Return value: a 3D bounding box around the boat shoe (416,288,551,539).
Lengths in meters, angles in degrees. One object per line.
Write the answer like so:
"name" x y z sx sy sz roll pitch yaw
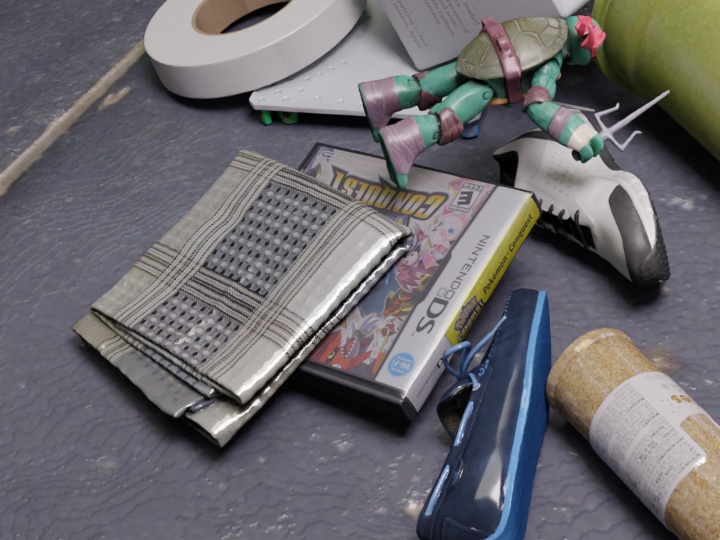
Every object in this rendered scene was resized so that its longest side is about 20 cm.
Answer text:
"boat shoe" 0.077 0.084 0.965 0.068 0.085 0.201 1 40 18

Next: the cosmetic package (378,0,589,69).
"cosmetic package" 0.111 -0.283 1.214 0.165 0.166 0.199 -39 16 -29

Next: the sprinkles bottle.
"sprinkles bottle" 0.189 0.114 0.913 0.068 0.069 0.200 -25 42 -16

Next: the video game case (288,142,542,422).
"video game case" 0.000 0.000 1.075 0.199 0.026 0.181 16 62 36

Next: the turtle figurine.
"turtle figurine" 0.103 -0.128 1.086 0.199 0.101 0.150 -19 22 -1

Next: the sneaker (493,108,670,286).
"sneaker" 0.157 -0.043 1.107 0.079 0.074 0.200 -21 33 -5

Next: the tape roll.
"tape roll" -0.092 -0.224 1.360 0.201 0.037 0.203 -16 35 12

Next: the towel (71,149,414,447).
"towel" -0.089 0.009 1.074 0.200 0.035 0.192 -48 46 -14

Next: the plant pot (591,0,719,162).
"plant pot" 0.296 -0.150 1.118 0.199 0.201 0.185 -21 52 -11

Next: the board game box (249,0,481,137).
"board game box" 0.030 -0.186 1.326 0.198 0.026 0.201 5 44 19
